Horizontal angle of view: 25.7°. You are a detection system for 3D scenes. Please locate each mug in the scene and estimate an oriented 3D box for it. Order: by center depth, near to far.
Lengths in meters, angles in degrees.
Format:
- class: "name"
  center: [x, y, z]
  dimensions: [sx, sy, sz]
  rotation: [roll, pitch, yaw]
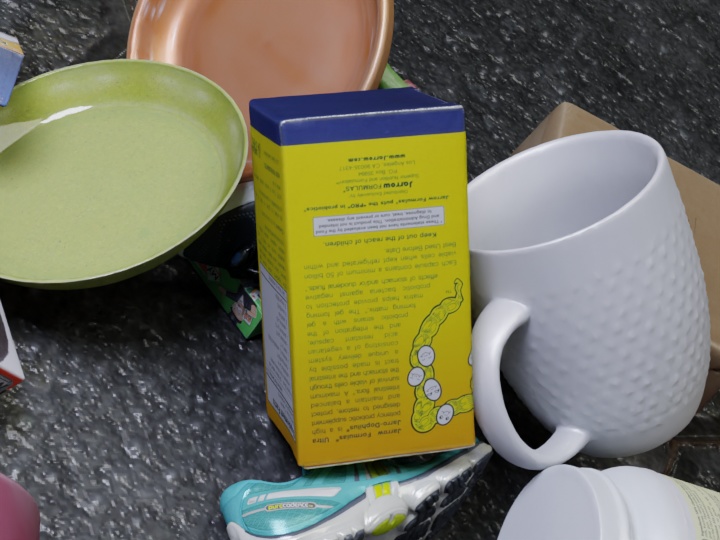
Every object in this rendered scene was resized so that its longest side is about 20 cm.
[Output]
- class: "mug"
  center: [0.133, 0.037, 0.988]
  dimensions: [0.200, 0.147, 0.176]
  rotation: [-44, 121, -38]

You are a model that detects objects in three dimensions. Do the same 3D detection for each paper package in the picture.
- class: "paper package"
  center: [0.191, -0.004, 1.188]
  dimensions: [0.190, 0.104, 0.201]
  rotation: [27, 41, -10]

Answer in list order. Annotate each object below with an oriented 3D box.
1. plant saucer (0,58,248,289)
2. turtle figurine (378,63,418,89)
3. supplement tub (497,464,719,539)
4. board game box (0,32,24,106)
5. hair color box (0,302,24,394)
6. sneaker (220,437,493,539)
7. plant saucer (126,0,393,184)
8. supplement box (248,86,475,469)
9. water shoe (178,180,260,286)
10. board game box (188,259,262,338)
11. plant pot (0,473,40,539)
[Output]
- class: "plant saucer"
  center: [-0.164, -0.055, 0.963]
  dimensions: [0.198, 0.031, 0.201]
  rotation: [-5, 45, 5]
- class: "turtle figurine"
  center: [-0.030, -0.125, 1.111]
  dimensions: [0.194, 0.200, 0.144]
  rotation: [55, 19, 21]
- class: "supplement tub"
  center: [0.192, 0.203, 0.955]
  dimensions: [0.199, 0.145, 0.146]
  rotation: [19, 43, -21]
- class: "board game box"
  center: [-0.305, -0.156, 0.953]
  dimensions: [0.199, 0.035, 0.135]
  rotation: [20, 7, -17]
- class: "hair color box"
  center: [-0.259, -0.022, 0.866]
  dimensions: [0.101, 0.061, 0.201]
  rotation: [42, 21, -59]
- class: "sneaker"
  center: [0.004, 0.130, 0.944]
  dimensions: [0.199, 0.078, 0.080]
  rotation: [-13, 52, -44]
- class: "plant saucer"
  center: [-0.063, -0.149, 1.029]
  dimensions: [0.201, 0.200, 0.037]
  rotation: [59, 18, 24]
- class: "supplement box"
  center: [0.000, 0.000, 0.930]
  dimensions: [0.109, 0.202, 0.109]
  rotation: [-5, 14, -13]
- class: "water shoe"
  center: [-0.023, -0.006, 1.009]
  dimensions: [0.199, 0.072, 0.079]
  rotation: [3, 55, -32]
- class: "board game box"
  center: [-0.042, -0.037, 1.102]
  dimensions: [0.199, 0.029, 0.135]
  rotation: [-19, 66, -46]
- class: "plant pot"
  center: [-0.236, 0.179, 0.637]
  dimensions: [0.199, 0.200, 0.180]
  rotation: [14, 60, -26]
